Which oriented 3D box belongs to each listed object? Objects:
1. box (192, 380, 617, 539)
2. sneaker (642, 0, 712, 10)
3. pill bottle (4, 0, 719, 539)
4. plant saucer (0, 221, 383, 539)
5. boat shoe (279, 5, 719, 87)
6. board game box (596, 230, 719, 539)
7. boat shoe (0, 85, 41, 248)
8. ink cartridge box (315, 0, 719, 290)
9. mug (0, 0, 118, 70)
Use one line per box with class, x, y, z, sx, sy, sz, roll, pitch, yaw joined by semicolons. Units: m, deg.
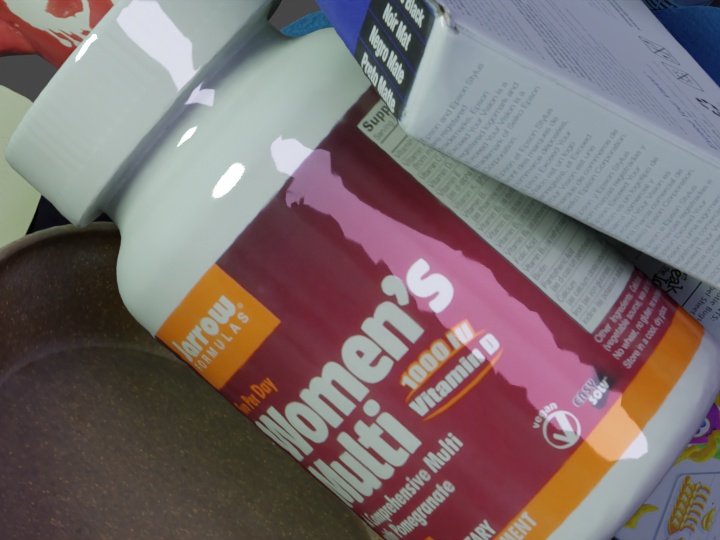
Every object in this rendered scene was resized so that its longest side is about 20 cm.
box;0.019;0.106;0.867;0.200;0.048;0.117;41;61;-3
sneaker;0.115;-0.145;0.937;0.090;0.200;0.079;-17;72;18
pill bottle;0.000;0.000;0.772;0.200;0.110;0.110;41;61;-1
plant saucer;-0.043;0.074;0.777;0.200;0.037;0.201;27;36;-22
boat shoe;0.050;-0.049;0.931;0.199;0.069;0.084;3;70;-24
board game box;0.150;0.049;0.883;0.200;0.105;0.103;32;26;-9
boat shoe;-0.157;0.028;0.824;0.073;0.063;0.202;21;61;11
ink cartridge box;0.021;-0.086;0.774;0.200;0.041;0.200;27;19;-34
mug;-0.148;-0.145;0.882;0.200;0.178;0.134;35;25;-9
